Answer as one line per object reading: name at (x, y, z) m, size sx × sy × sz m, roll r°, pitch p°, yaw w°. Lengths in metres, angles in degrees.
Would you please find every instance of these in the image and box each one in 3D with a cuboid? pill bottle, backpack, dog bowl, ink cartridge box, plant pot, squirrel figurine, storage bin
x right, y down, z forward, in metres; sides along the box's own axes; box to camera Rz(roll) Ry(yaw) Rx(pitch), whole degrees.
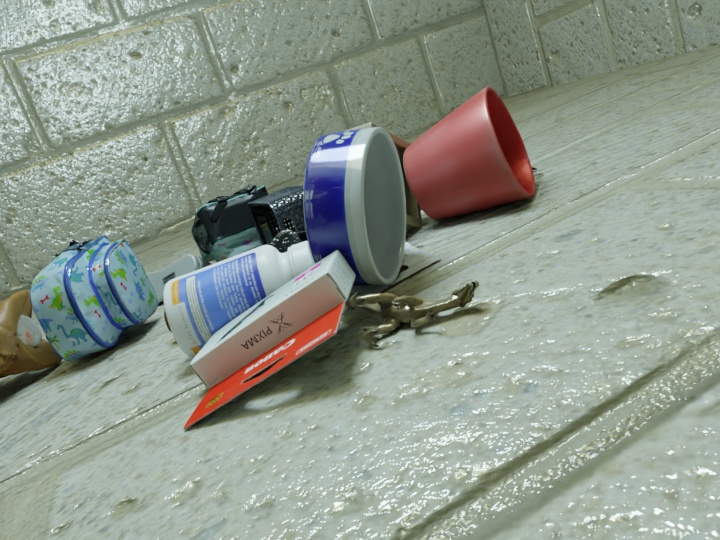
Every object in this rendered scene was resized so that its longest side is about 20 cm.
pill bottle at (-0.149, 0.033, 0.810) m, size 0.197 × 0.113 × 0.112 m, roll -19°, pitch 14°, yaw 1°
backpack at (-0.273, -0.084, 1.313) m, size 0.175 × 0.155 × 0.199 m, roll -28°, pitch 8°, yaw -28°
dog bowl at (-0.001, -0.081, 0.795) m, size 0.078 × 0.203 × 0.200 m, roll -1°, pitch 20°, yaw 19°
ink cartridge box at (-0.103, 0.068, 0.662) m, size 0.199 × 0.044 × 0.174 m, roll -33°, pitch 10°, yaw 14°
plant pot at (0.183, -0.185, 1.050) m, size 0.176 × 0.202 × 0.200 m, roll -23°, pitch 11°, yaw 29°
ink cartridge box at (0.000, 0.000, 0.907) m, size 0.160 × 0.051 × 0.199 m, roll -27°, pitch 35°, yaw -28°
squirrel figurine at (-0.639, 0.151, 1.004) m, size 0.185 × 0.143 × 0.200 m, roll -25°, pitch 11°, yaw 4°
storage bin at (-0.132, -0.082, 1.158) m, size 0.093 × 0.137 × 0.200 m, roll -25°, pitch 15°, yaw -18°
backpack at (-0.457, 0.043, 1.048) m, size 0.145 × 0.185 × 0.200 m, roll -18°, pitch 19°, yaw 9°

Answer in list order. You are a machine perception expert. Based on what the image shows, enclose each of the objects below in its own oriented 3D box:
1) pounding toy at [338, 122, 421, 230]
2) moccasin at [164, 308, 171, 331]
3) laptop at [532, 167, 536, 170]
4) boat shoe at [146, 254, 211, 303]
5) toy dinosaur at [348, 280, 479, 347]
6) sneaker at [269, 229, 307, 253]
pounding toy at (0.012, -0.171, 1.096) m, size 0.141 × 0.203 × 0.183 m, roll -11°, pitch -10°, yaw 31°
moccasin at (-0.237, 0.037, 0.998) m, size 0.077 × 0.075 × 0.201 m, roll -3°, pitch 17°, yaw 22°
laptop at (0.228, -0.171, 1.262) m, size 0.201 × 0.103 × 0.177 m, roll -51°, pitch 22°, yaw -12°
boat shoe at (-0.394, 0.029, 1.277) m, size 0.198 × 0.072 × 0.063 m, roll -22°, pitch -21°, yaw 26°
toy dinosaur at (0.035, 0.045, 0.676) m, size 0.198 × 0.059 × 0.100 m, roll -3°, pitch 6°, yaw 40°
sneaker at (-0.136, 0.006, 0.994) m, size 0.200 × 0.060 × 0.104 m, roll -50°, pitch -17°, yaw -9°
